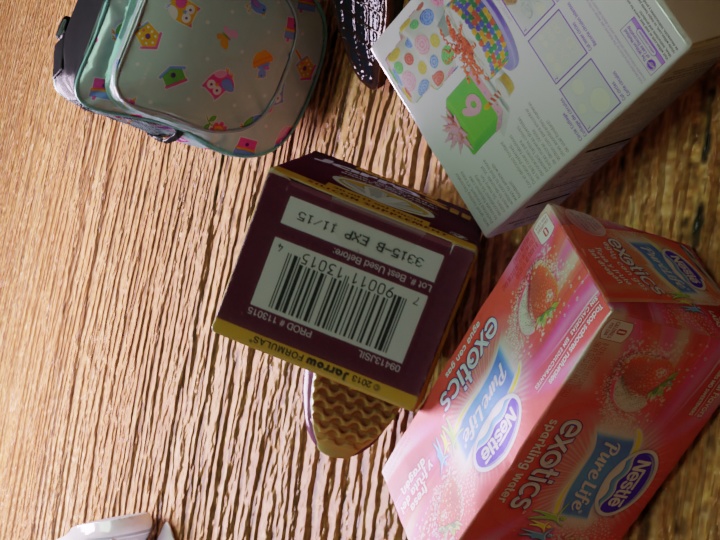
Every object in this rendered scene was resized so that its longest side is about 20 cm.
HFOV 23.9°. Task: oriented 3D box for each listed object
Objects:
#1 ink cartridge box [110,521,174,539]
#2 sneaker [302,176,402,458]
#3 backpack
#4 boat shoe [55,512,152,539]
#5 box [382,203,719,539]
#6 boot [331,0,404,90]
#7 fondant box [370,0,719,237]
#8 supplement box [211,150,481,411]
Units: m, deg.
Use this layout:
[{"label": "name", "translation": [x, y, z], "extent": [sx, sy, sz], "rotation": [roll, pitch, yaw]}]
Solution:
[{"label": "ink cartridge box", "translation": [-0.186, 0.307, 1.406], "extent": [0.116, 0.066, 0.200], "rotation": [-65, 29, 22]}, {"label": "sneaker", "translation": [-0.006, 0.037, 1.195], "extent": [0.090, 0.075, 0.201], "rotation": [149, 135, -65]}, {"label": "backpack", "translation": [-0.126, -0.184, 1.379], "extent": [0.153, 0.199, 0.177], "rotation": [23, 94, 57]}, {"label": "boat shoe", "translation": [-0.240, 0.266, 1.534], "extent": [0.200, 0.072, 0.069], "rotation": [-31, 69, 49]}, {"label": "box", "translation": [0.108, 0.078, 0.918], "extent": [0.200, 0.102, 0.095], "rotation": [-60, 32, 27]}, {"label": "boot", "translation": [0.035, -0.231, 1.248], "extent": [0.075, 0.097, 0.201], "rotation": [41, 144, 40]}, {"label": "fondant box", "translation": [0.108, -0.134, 0.992], "extent": [0.200, 0.058, 0.145], "rotation": [-44, 71, 45]}, {"label": "supplement box", "translation": [0.000, 0.000, 1.038], "extent": [0.200, 0.130, 0.104], "rotation": [-56, -13, -82]}]
